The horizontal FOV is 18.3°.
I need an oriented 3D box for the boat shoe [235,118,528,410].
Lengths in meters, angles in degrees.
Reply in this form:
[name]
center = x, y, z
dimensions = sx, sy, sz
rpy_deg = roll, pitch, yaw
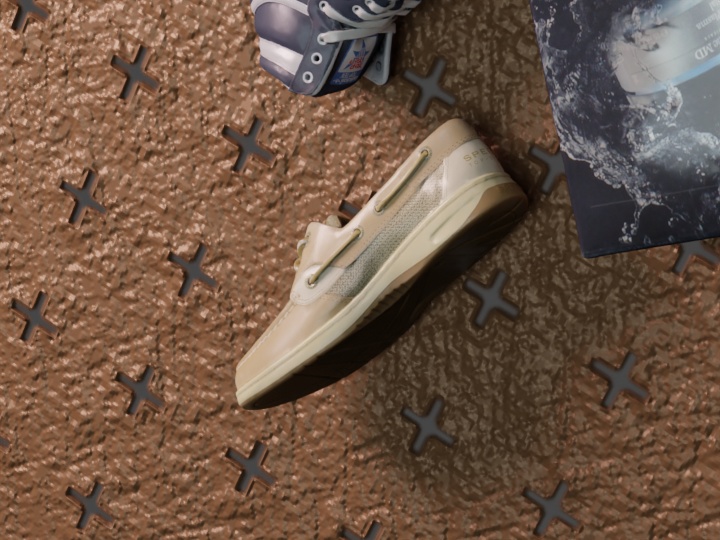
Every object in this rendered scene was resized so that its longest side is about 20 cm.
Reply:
[boat shoe]
center = 0.000, 0.000, 1.195
dimensions = 0.200, 0.072, 0.065
rpy_deg = -42, 70, 24

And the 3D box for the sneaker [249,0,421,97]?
[sneaker]
center = 0.014, -0.147, 1.143
dimensions = 0.200, 0.070, 0.109
rpy_deg = 0, 98, 47

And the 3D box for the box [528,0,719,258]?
[box]
center = 0.192, -0.124, 1.045
dimensions = 0.196, 0.117, 0.201
rpy_deg = -10, 95, 28
